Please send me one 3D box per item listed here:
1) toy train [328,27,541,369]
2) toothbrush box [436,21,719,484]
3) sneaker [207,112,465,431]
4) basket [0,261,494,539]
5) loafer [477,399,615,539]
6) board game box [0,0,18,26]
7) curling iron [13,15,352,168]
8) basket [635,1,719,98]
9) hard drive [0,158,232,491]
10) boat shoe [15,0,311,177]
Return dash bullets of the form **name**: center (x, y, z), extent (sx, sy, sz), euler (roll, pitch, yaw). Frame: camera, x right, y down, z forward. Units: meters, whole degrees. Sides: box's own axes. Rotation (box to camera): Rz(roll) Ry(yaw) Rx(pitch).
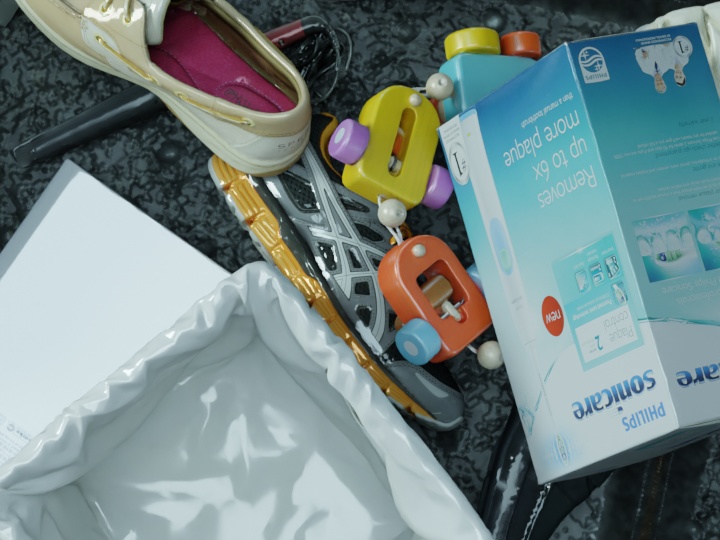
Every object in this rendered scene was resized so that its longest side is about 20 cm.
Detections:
- **toy train**: center (0.054, -0.040, 1.527), extent (0.150, 0.056, 0.200), euler (50, 55, -8)
- **toothbrush box**: center (0.130, -0.006, 1.438), extent (0.085, 0.146, 0.200), euler (-12, 82, -28)
- **sneaker**: center (0.000, 0.000, 1.544), extent (0.077, 0.078, 0.200), euler (-36, 84, -4)
- **basket**: center (-0.065, 0.124, 1.483), extent (0.200, 0.161, 0.198), euler (-39, 93, 0)
- **loafer**: center (0.111, 0.094, 1.531), extent (0.070, 0.068, 0.201), euler (17, 84, 11)
- **board game box**: center (-0.250, -0.252, 1.585), extent (0.200, 0.064, 0.148), euler (30, 88, 6)
- **curling iron**: center (-0.099, -0.094, 1.581), extent (0.200, 0.026, 0.050), euler (-17, 82, 4)
- **basket**: center (0.226, -0.052, 1.504), extent (0.135, 0.123, 0.200), euler (-11, 85, 3)
- **hard drive**: center (-0.167, 0.057, 1.577), extent (0.132, 0.025, 0.200), euler (35, 90, 6)
- **boat shoe**: center (-0.105, -0.133, 1.512), extent (0.200, 0.069, 0.074), euler (35, 64, 3)
